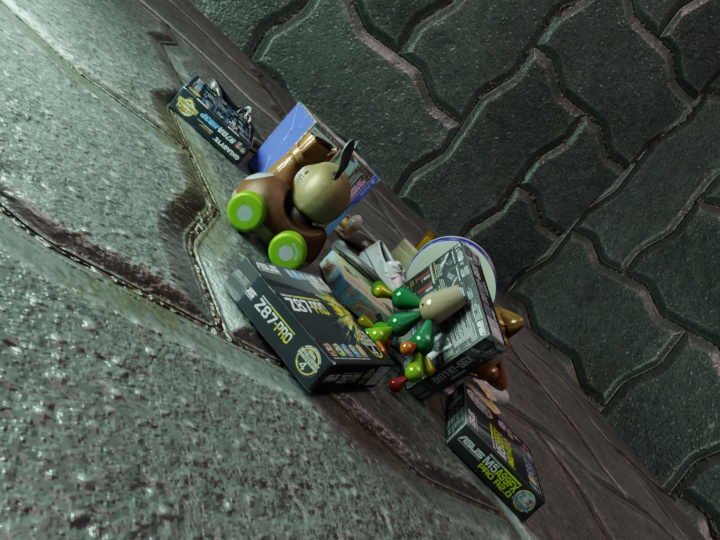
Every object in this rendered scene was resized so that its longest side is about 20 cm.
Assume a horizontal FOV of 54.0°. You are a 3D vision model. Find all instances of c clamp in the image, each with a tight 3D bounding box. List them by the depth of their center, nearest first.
[{"bbox_3d":[0.000,0.000,1.285,0.170,0.027,0.200,43,-3,25],"label":"c clamp"}]

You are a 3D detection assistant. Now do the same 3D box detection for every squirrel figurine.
[{"bbox_3d":[0.165,0.122,1.247,0.199,0.144,0.185,34,25,35],"label":"squirrel figurine"}]

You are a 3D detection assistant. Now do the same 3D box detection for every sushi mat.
[{"bbox_3d":[0.135,0.031,1.572,0.200,0.096,0.012,45,11,2],"label":"sushi mat"}]

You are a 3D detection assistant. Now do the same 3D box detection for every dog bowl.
[{"bbox_3d":[0.193,0.031,1.514,0.200,0.200,0.079,45,13,2],"label":"dog bowl"}]

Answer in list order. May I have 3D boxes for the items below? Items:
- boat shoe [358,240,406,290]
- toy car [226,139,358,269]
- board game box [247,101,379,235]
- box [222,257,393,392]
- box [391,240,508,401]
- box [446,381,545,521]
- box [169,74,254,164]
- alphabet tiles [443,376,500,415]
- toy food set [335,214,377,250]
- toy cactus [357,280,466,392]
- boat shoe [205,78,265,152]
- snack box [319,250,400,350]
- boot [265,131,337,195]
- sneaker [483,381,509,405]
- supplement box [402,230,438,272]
[{"bbox_3d":[0.058,0.008,1.443,0.073,0.067,0.201,32,17,-47],"label":"boat shoe"},{"bbox_3d":[-0.078,-0.121,1.041,0.158,0.200,0.164,43,10,-6],"label":"toy car"},{"bbox_3d":[-0.090,-0.194,1.379,0.199,0.160,0.097,36,12,-41],"label":"board game box"},{"bbox_3d":[-0.054,0.068,0.836,0.161,0.049,0.199,46,10,21],"label":"box"},{"bbox_3d":[0.129,0.075,1.087,0.049,0.157,0.202,35,30,-33],"label":"box"},{"bbox_3d":[0.200,0.267,1.076,0.160,0.044,0.200,46,10,0],"label":"box"},{"bbox_3d":[-0.274,-0.288,1.334,0.158,0.046,0.201,42,11,-20],"label":"box"},{"bbox_3d":[0.175,0.188,1.294,0.194,0.015,0.201,21,26,-50],"label":"alphabet tiles"},{"bbox_3d":[-0.032,-0.127,1.621,0.201,0.060,0.143,52,13,29],"label":"toy food set"},{"bbox_3d":[0.080,0.080,1.035,0.103,0.163,0.201,61,5,-32],"label":"toy cactus"},{"bbox_3d":[-0.255,-0.319,1.479,0.199,0.063,0.073,39,12,-32],"label":"boat shoe"},{"bbox_3d":[0.020,0.059,1.185,0.199,0.037,0.117,41,10,-25],"label":"snack box"},{"bbox_3d":[-0.101,-0.162,1.225,0.077,0.155,0.199,46,10,17],"label":"boot"},{"bbox_3d":[0.240,0.191,1.429,0.200,0.080,0.071,45,8,-8],"label":"sneaker"},{"bbox_3d":[0.186,0.030,1.671,0.200,0.133,0.197,44,10,0],"label":"supplement box"}]
